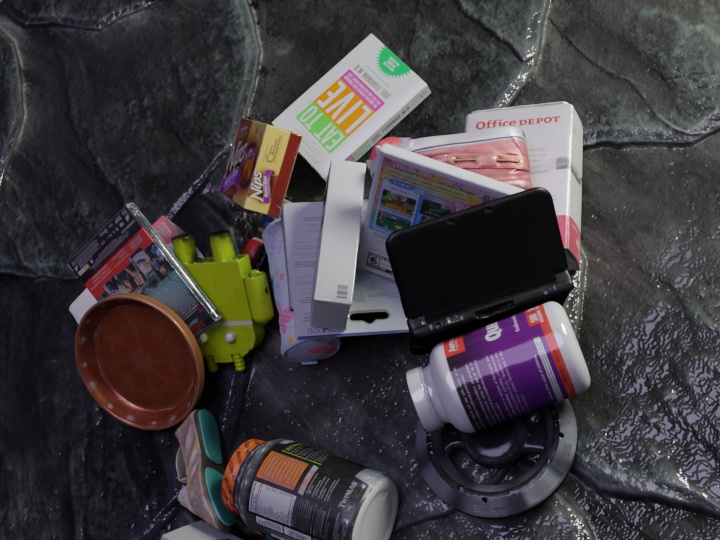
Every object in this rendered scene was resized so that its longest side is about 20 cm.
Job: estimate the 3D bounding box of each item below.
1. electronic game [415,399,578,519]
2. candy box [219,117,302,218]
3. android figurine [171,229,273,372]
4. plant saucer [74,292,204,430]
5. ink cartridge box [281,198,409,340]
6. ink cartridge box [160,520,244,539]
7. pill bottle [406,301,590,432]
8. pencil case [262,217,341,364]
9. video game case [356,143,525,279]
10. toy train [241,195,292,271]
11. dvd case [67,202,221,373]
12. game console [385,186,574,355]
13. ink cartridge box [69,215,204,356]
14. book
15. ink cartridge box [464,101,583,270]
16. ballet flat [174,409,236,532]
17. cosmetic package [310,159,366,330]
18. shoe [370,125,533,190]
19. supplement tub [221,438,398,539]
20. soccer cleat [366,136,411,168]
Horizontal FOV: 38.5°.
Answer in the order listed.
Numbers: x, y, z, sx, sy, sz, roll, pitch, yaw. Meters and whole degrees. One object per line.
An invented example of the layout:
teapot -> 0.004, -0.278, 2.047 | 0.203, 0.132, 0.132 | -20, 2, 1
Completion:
electronic game -> 0.163, 0.202, 1.251 | 0.199, 0.042, 0.201 | -10, 59, 16
candy box -> -0.142, -0.147, 1.442 | 0.200, 0.056, 0.117 | -147, 73, -69
android figurine -> -0.202, 0.046, 1.427 | 0.181, 0.041, 0.201 | -2, 105, 24
plant saucer -> -0.304, 0.125, 1.433 | 0.200, 0.032, 0.201 | 8, 111, 20
ink cartridge box -> 0.000, 0.000, 1.359 | 0.195, 0.043, 0.201 | -3, 65, -9
ink cartridge box -> -0.157, 0.415, 1.263 | 0.199, 0.087, 0.146 | 17, 99, 30
pill bottle -> 0.159, 0.119, 1.206 | 0.199, 0.112, 0.113 | -21, 62, 8
pencil case -> -0.082, 0.025, 1.408 | 0.091, 0.083, 0.201 | 129, 136, -52
video game case -> 0.102, -0.047, 1.267 | 0.199, 0.183, 0.024 | 20, 39, 9
toy train -> -0.152, -0.022, 1.481 | 0.034, 0.046, 0.201 | 22, 80, 29
dvd case -> -0.301, 0.027, 1.429 | 0.146, 0.022, 0.200 | -39, 88, 28
game console -> 0.139, 0.007, 1.230 | 0.199, 0.176, 0.117 | -17, 74, -2
ink cartridge box -> -0.321, 0.033, 1.524 | 0.200, 0.067, 0.117 | -42, 59, 2
book -> -0.012, -0.234, 1.509 | 0.200, 0.048, 0.134 | -43, 61, 0
ink cartridge box -> 0.209, -0.104, 1.330 | 0.146, 0.083, 0.201 | -2, 70, 24
ballet flat -> -0.211, 0.276, 1.368 | 0.067, 0.068, 0.200 | -35, 39, 14
cosmetic package -> -0.029, -0.033, 1.305 | 0.050, 0.083, 0.201 | 6, 62, -1
shoe -> 0.113, -0.114, 1.277 | 0.199, 0.072, 0.091 | -11, 65, 7
supplement tub -> -0.064, 0.282, 1.276 | 0.199, 0.122, 0.123 | 14, 76, 29
soccer cleat -> 0.085, -0.095, 1.362 | 0.200, 0.076, 0.067 | 56, 142, 16
